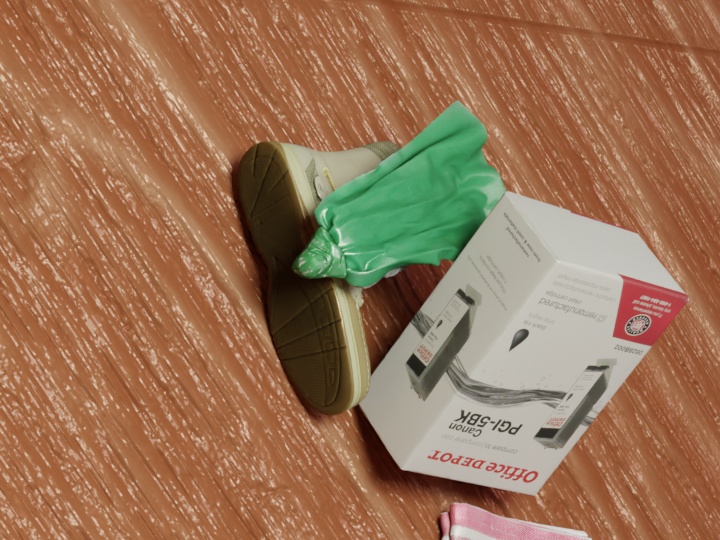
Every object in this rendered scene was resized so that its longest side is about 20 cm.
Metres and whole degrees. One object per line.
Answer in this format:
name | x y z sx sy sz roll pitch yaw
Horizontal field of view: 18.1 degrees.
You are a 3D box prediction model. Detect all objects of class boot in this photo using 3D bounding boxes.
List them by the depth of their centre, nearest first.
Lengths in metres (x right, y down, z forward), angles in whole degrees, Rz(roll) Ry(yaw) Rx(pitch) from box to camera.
boot | 0.000 0.000 1.643 0.155 0.072 0.200 -6 76 -49

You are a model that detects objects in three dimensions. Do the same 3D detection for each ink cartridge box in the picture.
ink cartridge box | 0.115 0.057 1.624 0.147 0.200 0.083 14 30 -40

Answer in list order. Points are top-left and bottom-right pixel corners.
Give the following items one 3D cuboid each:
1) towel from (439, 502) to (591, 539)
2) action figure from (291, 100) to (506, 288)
towel | 0.120 0.278 1.666 0.146 0.030 0.200 17 61 -39
action figure | 0.024 -0.036 1.593 0.200 0.055 0.118 -26 88 -44
